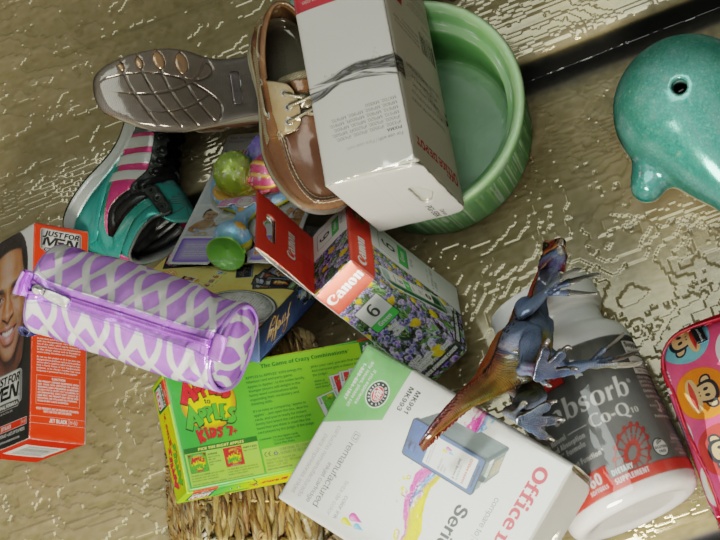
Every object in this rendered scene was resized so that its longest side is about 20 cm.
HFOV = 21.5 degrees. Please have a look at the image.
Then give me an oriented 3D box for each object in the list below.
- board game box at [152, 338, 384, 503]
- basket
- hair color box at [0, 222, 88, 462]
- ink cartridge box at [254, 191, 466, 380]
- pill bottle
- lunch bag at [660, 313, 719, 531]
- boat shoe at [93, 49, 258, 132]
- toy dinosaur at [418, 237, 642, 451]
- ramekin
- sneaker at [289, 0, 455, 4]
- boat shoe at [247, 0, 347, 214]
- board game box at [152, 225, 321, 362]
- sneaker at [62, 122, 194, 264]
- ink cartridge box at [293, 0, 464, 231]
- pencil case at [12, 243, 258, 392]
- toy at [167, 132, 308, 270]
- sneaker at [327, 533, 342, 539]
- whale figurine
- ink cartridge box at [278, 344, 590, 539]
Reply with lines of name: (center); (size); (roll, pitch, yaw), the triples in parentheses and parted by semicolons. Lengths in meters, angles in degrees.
board game box: (-0.066, 0.124, 1.591); (0.199, 0.048, 0.102); (-9, 75, -20)
basket: (-0.094, 0.159, 1.678); (0.142, 0.149, 0.202); (0, 72, -17)
hair color box: (-0.299, 0.068, 1.745); (0.101, 0.061, 0.202); (-23, 63, 50)
ink cartridge box: (0.000, 0.000, 1.608); (0.050, 0.200, 0.109); (-44, 22, 19)
pill bottle: (0.189, 0.112, 1.572); (0.115, 0.116, 0.201); (-27, 69, 9)
lunch bag: (0.352, 0.122, 1.541); (0.175, 0.082, 0.201); (-21, 72, 7)
boat shoe: (-0.145, -0.156, 1.707); (0.198, 0.072, 0.076); (0, 81, -20)
toy dinosaur: (0.126, 0.042, 1.476); (0.198, 0.106, 0.182); (-7, 28, -6)
ramekin: (0.059, -0.129, 1.690); (0.198, 0.098, 0.202); (-5, 74, 17)
sneaker: (0.022, -0.258, 1.749); (0.139, 0.078, 0.201); (20, 82, 22)
boat shoe: (-0.055, -0.142, 1.622); (0.075, 0.072, 0.201); (-14, 65, -13)
board game box: (-0.107, 0.010, 1.663); (0.135, 0.200, 0.035); (11, 118, 20)
sneaker: (-0.181, -0.086, 1.760); (0.121, 0.084, 0.201); (37, 96, 28)
ink cartridge box: (0.013, -0.150, 1.576); (0.082, 0.147, 0.201); (-15, 71, 15)
pencil case: (-0.182, 0.037, 1.541); (0.199, 0.085, 0.085); (15, 82, 19)
toy: (-0.096, -0.081, 1.697); (0.114, 0.047, 0.201); (-1, 41, 17)
sneaker: (0.050, 0.239, 1.615); (0.199, 0.109, 0.070); (-14, 65, -19)
whale figurine: (0.296, -0.111, 1.606); (0.159, 0.104, 0.201); (-32, 68, 6)
ink cartridge box: (0.060, 0.172, 1.495); (0.199, 0.087, 0.146); (30, 86, 21)
